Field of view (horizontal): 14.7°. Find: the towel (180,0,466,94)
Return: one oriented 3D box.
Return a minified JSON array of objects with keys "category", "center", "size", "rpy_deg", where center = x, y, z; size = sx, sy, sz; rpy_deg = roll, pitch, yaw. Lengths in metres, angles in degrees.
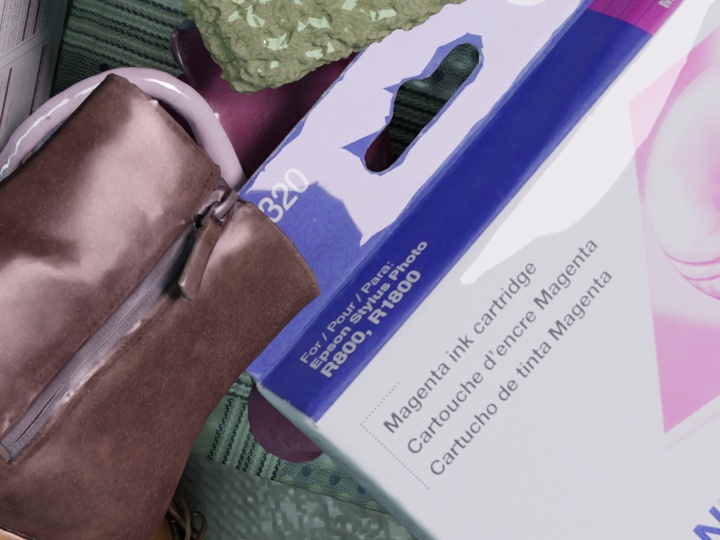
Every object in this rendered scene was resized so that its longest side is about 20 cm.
[{"category":"towel","center":[0.014,-0.148,0.802],"size":[0.199,0.037,0.149],"rpy_deg":[-28,110,14]}]

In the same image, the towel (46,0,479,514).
[{"category":"towel","center":[-0.023,-0.021,0.975],"size":[0.199,0.035,0.193],"rpy_deg":[18,110,-1]}]

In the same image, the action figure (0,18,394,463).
[{"category":"action figure","center":[0.000,0.000,0.891],"size":[0.134,0.149,0.200],"rpy_deg":[-41,86,11]}]

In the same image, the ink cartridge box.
[{"category":"ink cartridge box","center":[0.074,0.001,0.859],"size":[0.200,0.043,0.197],"rpy_deg":[43,81,-19]}]

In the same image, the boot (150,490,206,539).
[{"category":"boot","center":[-0.078,0.080,0.944],"size":[0.075,0.200,0.074],"rpy_deg":[23,65,-5]}]

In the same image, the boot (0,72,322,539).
[{"category":"boot","center":[-0.121,0.009,0.761],"size":[0.200,0.072,0.167],"rpy_deg":[43,79,-32]}]

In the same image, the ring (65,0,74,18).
[{"category":"ring","center":[-0.174,-0.157,0.957],"size":[0.199,0.019,0.201],"rpy_deg":[2,106,7]}]

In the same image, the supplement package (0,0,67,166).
[{"category":"supplement package","center":[-0.191,-0.079,0.862],"size":[0.151,0.200,0.151],"rpy_deg":[15,108,8]}]
